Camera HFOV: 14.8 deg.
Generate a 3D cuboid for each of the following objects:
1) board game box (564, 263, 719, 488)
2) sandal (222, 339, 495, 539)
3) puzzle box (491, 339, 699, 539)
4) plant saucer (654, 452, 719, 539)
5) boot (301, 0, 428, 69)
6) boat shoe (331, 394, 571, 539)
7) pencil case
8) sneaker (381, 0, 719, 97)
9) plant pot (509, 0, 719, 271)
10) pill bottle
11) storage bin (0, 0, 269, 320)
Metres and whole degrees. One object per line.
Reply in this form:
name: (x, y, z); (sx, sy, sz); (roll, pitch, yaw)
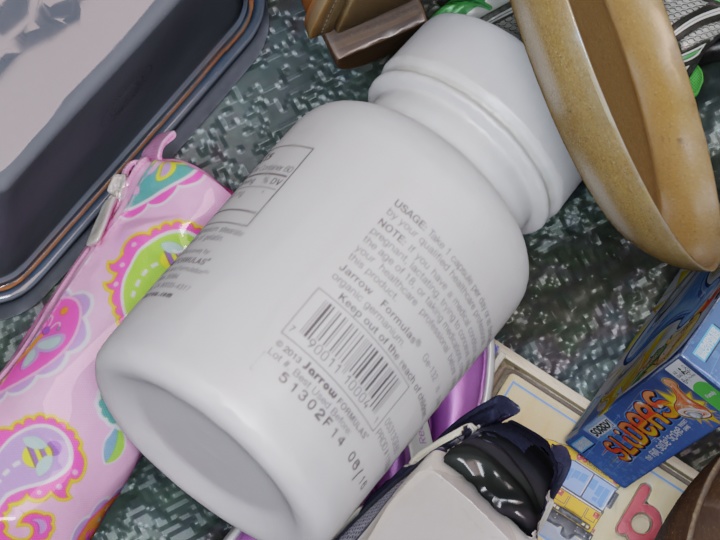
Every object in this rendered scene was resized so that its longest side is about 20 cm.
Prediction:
board game box: (0.169, -0.012, 1.135); (0.034, 0.135, 0.200); (37, 66, -2)
sandal: (-0.001, 0.082, 1.121); (0.082, 0.050, 0.203); (26, 77, -1)
puzzle box: (0.072, 0.116, 1.163); (0.200, 0.025, 0.133); (32, 74, 1)
plant saucer: (0.151, 0.165, 1.089); (0.037, 0.200, 0.201); (-7, 74, 31)
boot: (-0.020, -0.167, 1.070); (0.073, 0.200, 0.155); (-23, 86, -10)
boat shoe: (0.011, 0.134, 1.073); (0.075, 0.093, 0.200); (44, 116, 2)
pencil case: (-0.109, 0.044, 1.122); (0.087, 0.087, 0.200); (34, 76, 1)
sneaker: (0.103, -0.099, 1.190); (0.199, 0.078, 0.086); (-17, 80, -12)
plant pot: (0.093, -0.091, 1.074); (0.027, 0.200, 0.201); (-19, 79, 16)
pill bottle: (0.000, 0.000, 1.071); (0.114, 0.114, 0.200); (39, 69, 2)
storage bin: (-0.135, -0.102, 1.129); (0.145, 0.134, 0.200); (40, 74, 3)
